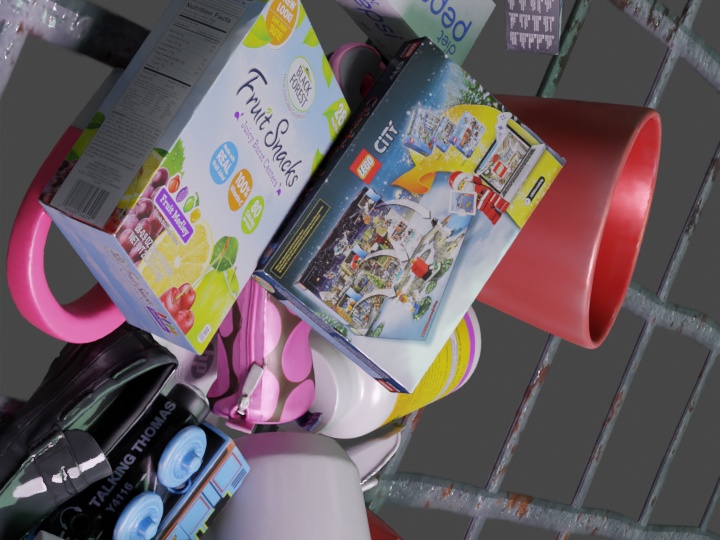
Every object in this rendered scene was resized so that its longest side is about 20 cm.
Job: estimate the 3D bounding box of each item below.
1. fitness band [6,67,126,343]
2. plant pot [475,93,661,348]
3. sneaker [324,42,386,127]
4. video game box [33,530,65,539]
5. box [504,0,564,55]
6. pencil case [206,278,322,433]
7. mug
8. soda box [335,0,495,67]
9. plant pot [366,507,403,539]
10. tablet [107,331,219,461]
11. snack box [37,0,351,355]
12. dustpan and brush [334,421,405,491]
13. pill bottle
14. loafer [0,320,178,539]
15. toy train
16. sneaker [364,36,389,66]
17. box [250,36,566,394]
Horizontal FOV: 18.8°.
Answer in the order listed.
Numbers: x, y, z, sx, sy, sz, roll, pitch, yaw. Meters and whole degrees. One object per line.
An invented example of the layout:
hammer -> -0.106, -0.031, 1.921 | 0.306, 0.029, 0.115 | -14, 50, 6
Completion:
fitness band -> -0.152, -0.046, 1.403 | 0.200, 0.037, 0.144 | -56, 151, -19
plant pot -> 0.127, -0.052, 1.726 | 0.200, 0.176, 0.202 | 15, 90, -74
sneaker -> -0.008, -0.091, 1.568 | 0.200, 0.095, 0.079 | 58, 40, -47
video game box -> -0.180, 0.285, 1.429 | 0.182, 0.047, 0.200 | 28, 109, -24
box -> 0.136, -0.275, 1.639 | 0.200, 0.049, 0.162 | 76, 23, -71
pencil case -> -0.066, 0.009, 1.517 | 0.094, 0.090, 0.201 | -35, 131, -60
mug -> -0.072, 0.203, 1.584 | 0.149, 0.186, 0.154 | 30, 55, -60
soda box -> 0.012, -0.216, 1.491 | 0.200, 0.063, 0.068 | 45, 70, -46
plant pot -> 0.000, 0.319, 1.754 | 0.200, 0.182, 0.201 | -43, 159, -20
tablet -> -0.130, 0.068, 1.558 | 0.130, 0.014, 0.201 | -25, 132, -54
snack box -> -0.098, -0.073, 1.369 | 0.201, 0.067, 0.169 | -60, 154, -17
dustpan and brush -> -0.053, 0.188, 1.721 | 0.199, 0.057, 0.140 | -26, -177, -10
pill bottle -> 0.006, 0.070, 1.706 | 0.200, 0.104, 0.105 | -20, 128, -56
loafer -> -0.194, 0.116, 1.412 | 0.201, 0.070, 0.068 | -53, 150, -25
toy train -> -0.163, 0.170, 1.486 | 0.200, 0.086, 0.114 | -54, 152, -15
sneaker -> 0.023, -0.132, 1.635 | 0.083, 0.074, 0.201 | -2, 111, -42
box -> 0.032, -0.037, 1.472 | 0.136, 0.038, 0.200 | 40, 74, -18
